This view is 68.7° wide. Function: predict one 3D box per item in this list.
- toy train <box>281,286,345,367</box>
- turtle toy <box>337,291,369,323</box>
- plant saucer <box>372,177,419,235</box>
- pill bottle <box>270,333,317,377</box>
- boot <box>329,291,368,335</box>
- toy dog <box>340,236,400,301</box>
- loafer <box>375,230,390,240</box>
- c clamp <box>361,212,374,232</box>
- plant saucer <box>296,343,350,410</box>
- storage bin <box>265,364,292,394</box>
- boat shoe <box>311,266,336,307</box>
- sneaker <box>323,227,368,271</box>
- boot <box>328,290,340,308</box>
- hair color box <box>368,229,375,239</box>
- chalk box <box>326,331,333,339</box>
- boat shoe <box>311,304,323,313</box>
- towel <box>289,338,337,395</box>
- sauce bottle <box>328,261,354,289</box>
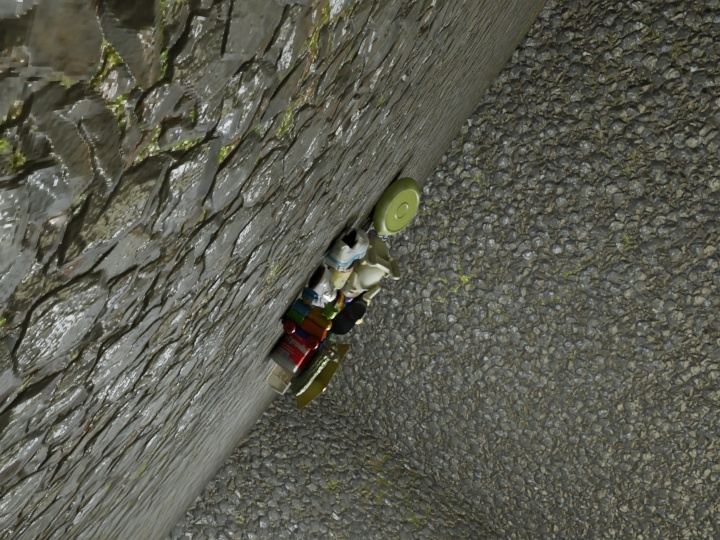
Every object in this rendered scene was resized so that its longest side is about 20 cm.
[{"bbox_3d":[-0.090,0.139,1.321,0.117,0.198,0.085,-58,176,12],"label":"toy train"},{"bbox_3d":[-0.034,0.089,1.935,0.203,0.099,0.147,-68,-152,25],"label":"turtle toy"},{"bbox_3d":[0.121,-0.192,1.647,0.198,0.031,0.203,-32,143,-28],"label":"plant saucer"},{"bbox_3d":[-0.179,0.218,1.632,0.201,0.111,0.112,-53,178,-17],"label":"pill bottle"},{"bbox_3d":[-0.018,0.114,1.752,0.199,0.069,0.175,-37,-164,32],"label":"boot"},{"bbox_3d":[0.000,0.000,1.636,0.200,0.138,0.197,-43,-136,32],"label":"toy dog"},{"bbox_3d":[0.093,-0.201,1.718,0.203,0.072,0.071,-63,-155,16],"label":"loafer"},{"bbox_3d":[0.006,-0.110,1.706,0.201,0.027,0.171,-54,178,-27],"label":"c clamp"},{"bbox_3d":[-0.133,0.335,1.715,0.200,0.048,0.201,-48,-173,46],"label":"plant saucer"},{"bbox_3d":[-0.266,0.361,2.097,0.200,0.093,0.200,-56,177,23],"label":"storage bin"},{"bbox_3d":[-0.094,0.049,1.399,0.072,0.068,0.200,-64,-177,-22],"label":"boat shoe"},{"bbox_3d":[-0.017,-0.073,1.322,0.088,0.074,0.200,-62,174,30],"label":"sneaker"},{"bbox_3d":[-0.105,0.096,1.791,0.200,0.069,0.150,157,-49,-79],"label":"boot"},{"bbox_3d":[0.004,-0.035,1.826,0.201,0.063,0.112,-52,149,-20],"label":"hair color box"},{"bbox_3d":[-0.177,0.236,1.790,0.124,0.123,0.201,-52,176,-30],"label":"chalk box"},{"bbox_3d":[-0.148,0.118,1.561,0.063,0.073,0.201,-18,-163,14],"label":"boat shoe"},{"bbox_3d":[-0.150,0.299,1.637,0.201,0.036,0.148,-53,-169,-11],"label":"towel"},{"bbox_3d":[-0.071,0.018,1.568,0.066,0.066,0.201,-51,176,-32],"label":"sauce bottle"}]
